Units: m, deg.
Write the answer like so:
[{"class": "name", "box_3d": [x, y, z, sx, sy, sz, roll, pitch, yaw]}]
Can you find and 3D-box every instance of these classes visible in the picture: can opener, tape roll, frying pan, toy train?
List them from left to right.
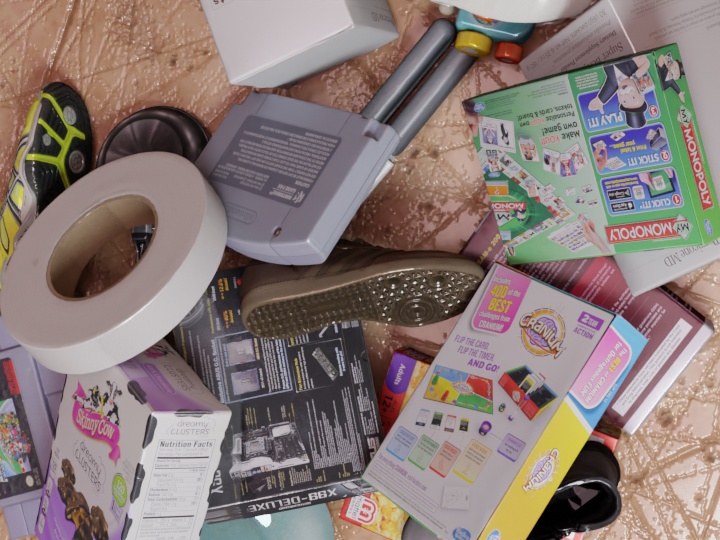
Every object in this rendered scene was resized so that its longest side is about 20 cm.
[{"class": "tape roll", "box_3d": [-0.200, -0.009, 1.132, 0.201, 0.037, 0.205, -19, 44, 20]}, {"class": "frying pan", "box_3d": [-0.199, -0.058, 1.227, 0.114, 0.031, 0.192, 22, 81, 20]}, {"class": "can opener", "box_3d": [0.021, -0.121, 1.174, 0.053, 0.066, 0.200, 42, 97, 7]}, {"class": "toy train", "box_3d": [0.097, -0.268, 1.131, 0.150, 0.056, 0.201, -37, 79, 3]}]

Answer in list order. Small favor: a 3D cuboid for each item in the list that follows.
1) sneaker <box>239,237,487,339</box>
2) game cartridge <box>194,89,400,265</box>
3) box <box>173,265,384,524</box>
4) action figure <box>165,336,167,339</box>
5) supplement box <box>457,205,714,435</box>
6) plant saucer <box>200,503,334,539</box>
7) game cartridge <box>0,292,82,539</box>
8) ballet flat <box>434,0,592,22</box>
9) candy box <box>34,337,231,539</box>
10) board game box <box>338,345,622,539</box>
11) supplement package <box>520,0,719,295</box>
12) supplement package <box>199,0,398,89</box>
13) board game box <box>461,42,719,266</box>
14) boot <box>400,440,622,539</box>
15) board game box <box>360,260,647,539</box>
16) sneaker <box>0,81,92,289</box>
[{"class": "sneaker", "box_3d": [0.000, 0.000, 1.124, 0.197, 0.071, 0.076, -6, 47, 0]}, {"class": "game cartridge", "box_3d": [-0.066, -0.074, 1.139, 0.199, 0.040, 0.134, 21, 71, 50]}, {"class": "box", "box_3d": [-0.068, 0.093, 1.156, 0.155, 0.050, 0.202, -11, 68, -2]}, {"class": "action figure", "box_3d": [-0.151, 0.111, 1.229, 0.199, 0.069, 0.131, 40, 94, 5]}, {"class": "supplement box", "box_3d": [0.175, 0.026, 1.141, 0.199, 0.061, 0.109, 39, 102, 9]}, {"class": "plant saucer", "box_3d": [-0.121, 0.233, 1.206, 0.198, 0.039, 0.204, 4, 114, 10]}, {"class": "game cartridge", "box_3d": [-0.289, 0.134, 1.282, 0.128, 0.038, 0.203, -16, 89, 11]}, {"class": "ballet flat", "box_3d": [0.080, -0.235, 1.065, 0.197, 0.069, 0.070, 13, 96, 12]}, {"class": "candy box", "box_3d": [-0.188, 0.163, 1.128, 0.168, 0.071, 0.203, 38, 118, 52]}, {"class": "board game box", "box_3d": [0.099, 0.170, 1.175, 0.198, 0.046, 0.153, 20, 98, 12]}, {"class": "supplement package", "box_3d": [0.234, -0.106, 1.058, 0.121, 0.119, 0.202, -33, 82, 58]}, {"class": "supplement package", "box_3d": [-0.068, -0.265, 1.154, 0.119, 0.121, 0.202, -21, 88, 20]}, {"class": "board game box", "box_3d": [0.163, -0.078, 1.022, 0.199, 0.029, 0.136, -6, 104, 54]}, {"class": "boot", "box_3d": [0.106, 0.190, 1.082, 0.199, 0.132, 0.070, -30, 87, 14]}, {"class": "board game box", "box_3d": [0.102, 0.104, 1.041, 0.040, 0.153, 0.201, 35, 86, -34]}, {"class": "sneaker", "box_3d": [-0.292, -0.069, 1.252, 0.076, 0.075, 0.203, 6, 85, 35]}]
